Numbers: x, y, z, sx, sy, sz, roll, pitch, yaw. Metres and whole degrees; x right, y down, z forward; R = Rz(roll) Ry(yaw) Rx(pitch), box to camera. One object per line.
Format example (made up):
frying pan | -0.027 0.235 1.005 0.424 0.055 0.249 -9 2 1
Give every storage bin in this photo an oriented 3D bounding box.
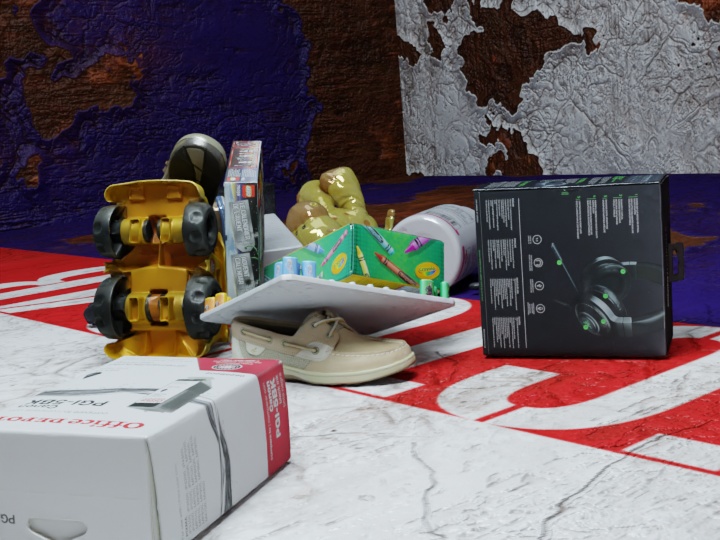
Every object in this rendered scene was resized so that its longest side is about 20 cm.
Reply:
storage bin | -0.310 -0.172 2.765 0.135 0.094 0.200 -2 10 17

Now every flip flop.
flip flop | -0.201 -0.111 1.245 0.081 0.058 0.200 20 -30 -13

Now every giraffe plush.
giraffe plush | -0.058 -0.058 1.693 0.200 0.173 0.162 36 27 22

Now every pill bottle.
pill bottle | 0.118 -0.035 1.547 0.113 0.114 0.200 -1 9 22

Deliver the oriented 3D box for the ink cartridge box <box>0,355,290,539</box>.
ink cartridge box | -0.154 0.122 0.742 0.146 0.083 0.200 -1 9 19

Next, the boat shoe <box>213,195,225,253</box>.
boat shoe | -0.210 -0.010 1.360 0.072 0.201 0.072 -1 42 -22

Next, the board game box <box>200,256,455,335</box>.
board game box | -0.037 0.032 1.107 0.199 0.026 0.200 9 -18 -31

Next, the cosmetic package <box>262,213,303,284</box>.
cosmetic package | -0.126 -0.006 1.442 0.074 0.102 0.200 -8 16 -15

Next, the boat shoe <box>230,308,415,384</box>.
boat shoe | -0.042 0.073 1.066 0.199 0.065 0.072 -1 9 25

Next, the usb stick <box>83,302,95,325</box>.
usb stick | -0.297 0.041 1.503 0.055 0.033 0.200 -27 -8 41

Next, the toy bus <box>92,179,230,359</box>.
toy bus | -0.209 -0.001 1.243 0.135 0.201 0.192 -1 1 15

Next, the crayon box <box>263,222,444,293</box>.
crayon box | -0.012 0.009 1.181 0.118 0.059 0.200 10 -18 -31

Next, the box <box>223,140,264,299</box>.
box | -0.132 -0.062 1.232 0.040 0.138 0.200 -1 20 -3

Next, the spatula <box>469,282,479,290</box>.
spatula | 0.247 0.013 1.457 0.199 0.021 0.057 -7 -4 -3

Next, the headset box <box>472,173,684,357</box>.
headset box | 0.225 -0.006 1.084 0.199 0.175 0.093 -2 9 21
